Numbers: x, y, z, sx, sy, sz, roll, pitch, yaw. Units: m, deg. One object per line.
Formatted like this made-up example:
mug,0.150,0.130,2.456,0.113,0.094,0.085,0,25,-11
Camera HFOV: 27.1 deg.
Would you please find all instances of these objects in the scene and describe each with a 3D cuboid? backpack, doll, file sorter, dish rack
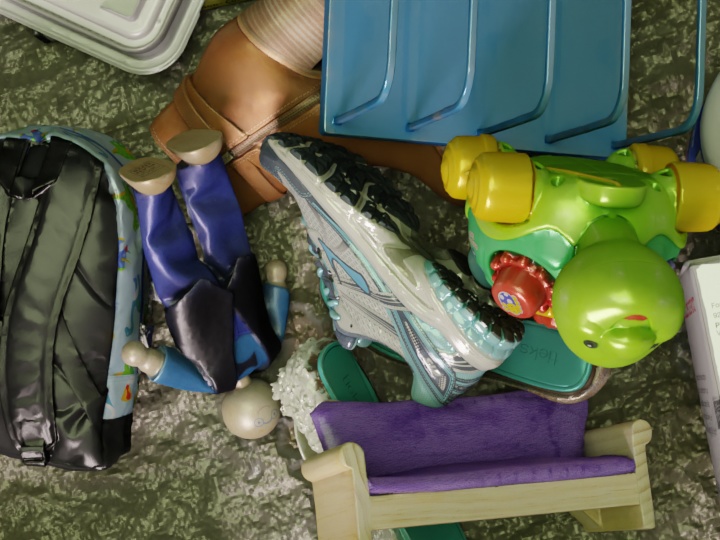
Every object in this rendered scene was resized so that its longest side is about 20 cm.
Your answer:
backpack,-0.205,0.006,0.964,0.161,0.154,0.203,8,108,14
doll,-0.096,0.020,0.945,0.048,0.136,0.202,12,127,45
file sorter,0.088,-0.148,0.868,0.197,0.123,0.141,3,87,-16
dish rack,-0.166,-0.249,0.990,0.170,0.044,0.202,24,88,11

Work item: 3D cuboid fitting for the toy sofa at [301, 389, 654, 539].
toy sofa,0.070,0.116,0.892,0.197,0.083,0.099,-2,80,-19

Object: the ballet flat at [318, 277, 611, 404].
ballet flat,0.067,0.038,0.942,0.198,0.067,0.069,22,97,24

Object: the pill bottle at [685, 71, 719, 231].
pill bottle,0.248,-0.075,0.858,0.110,0.200,0.114,-1,85,8

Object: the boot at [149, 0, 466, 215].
boot,-0.025,-0.081,0.970,0.154,0.074,0.200,-41,103,22

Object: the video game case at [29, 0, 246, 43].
video game case,-0.150,-0.272,1.023,0.178,0.025,0.203,-10,85,8

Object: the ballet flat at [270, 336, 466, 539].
ballet flat,0.007,0.136,0.954,0.071,0.072,0.202,-29,89,6

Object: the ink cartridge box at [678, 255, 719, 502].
ink cartridge box,0.247,0.090,0.874,0.083,0.146,0.203,-11,85,8

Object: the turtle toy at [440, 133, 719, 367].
turtle toy,0.122,-0.013,0.820,0.144,0.200,0.103,3,102,-8

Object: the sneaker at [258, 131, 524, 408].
sneaker,0.000,0.000,0.893,0.200,0.077,0.087,46,112,15
